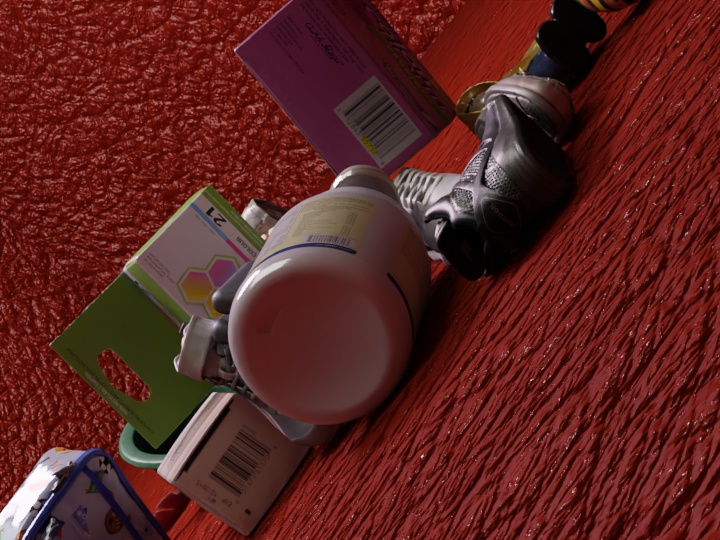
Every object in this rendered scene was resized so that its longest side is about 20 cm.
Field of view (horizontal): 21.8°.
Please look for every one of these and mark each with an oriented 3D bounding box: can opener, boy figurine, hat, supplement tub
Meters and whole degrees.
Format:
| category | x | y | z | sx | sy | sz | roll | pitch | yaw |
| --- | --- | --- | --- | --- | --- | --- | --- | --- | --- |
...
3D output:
| category | x | y | z | sx | sy | sz | roll | pitch | yaw |
| --- | --- | --- | --- | --- | --- | --- | --- | --- | --- |
| can opener | -0.074 | 0.018 | 1.631 | 0.200 | 0.067 | 0.053 | -52 | -35 | -73 |
| boy figurine | 0.154 | -0.180 | 1.725 | 0.124 | 0.064 | 0.200 | -61 | 10 | -27 |
| hat | -0.175 | 0.240 | 2.131 | 0.200 | 0.176 | 0.166 | -6 | 29 | 27 |
| supplement tub | -0.019 | 0.021 | 1.508 | 0.145 | 0.145 | 0.200 | -51 | 6 | 22 |

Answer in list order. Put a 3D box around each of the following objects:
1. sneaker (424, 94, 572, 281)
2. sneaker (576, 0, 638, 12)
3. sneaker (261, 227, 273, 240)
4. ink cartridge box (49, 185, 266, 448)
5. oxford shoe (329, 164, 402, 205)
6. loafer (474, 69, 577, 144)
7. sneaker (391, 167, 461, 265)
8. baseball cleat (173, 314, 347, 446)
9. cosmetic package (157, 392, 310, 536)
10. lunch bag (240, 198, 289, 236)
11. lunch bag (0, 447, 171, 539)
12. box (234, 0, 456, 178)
| category | x | y | z | sx | sy | sz | roll | pitch | yaw |
| --- | --- | --- | --- | --- | --- | --- | --- | --- | --- |
| sneaker | 0.099 | -0.064 | 1.406 | 0.114 | 0.076 | 0.200 | -45 | 13 | 16 |
| sneaker | 0.264 | -0.303 | 1.605 | 0.200 | 0.070 | 0.090 | -54 | 20 | 0 |
| sneaker | -0.084 | 0.009 | 1.854 | 0.200 | 0.077 | 0.078 | -35 | -16 | 10 |
| ink cartridge box | -0.165 | 0.045 | 1.744 | 0.200 | 0.148 | 0.076 | -47 | 7 | -19 |
| oxford shoe | 0.000 | 0.000 | 1.635 | 0.058 | 0.075 | 0.200 | -91 | 7 | -56 |
| loafer | 0.143 | -0.138 | 1.556 | 0.063 | 0.072 | 0.200 | -47 | 2 | -10 |
| sneaker | 0.063 | -0.056 | 1.641 | 0.076 | 0.080 | 0.200 | -53 | 7 | -12 |
| baseball cleat | -0.096 | 0.094 | 1.583 | 0.200 | 0.106 | 0.070 | 31 | 110 | 56 |
| cosmetic package | -0.120 | 0.173 | 1.715 | 0.103 | 0.087 | 0.200 | -56 | 6 | -10 |
| lunch bag | -0.099 | 0.021 | 1.979 | 0.164 | 0.118 | 0.200 | -53 | -28 | 10 |
| lunch bag | -0.247 | 0.261 | 1.702 | 0.075 | 0.200 | 0.160 | -2 | 39 | 38 |
| box | -0.007 | -0.175 | 1.741 | 0.097 | 0.176 | 0.200 | -39 | 2 | 14 |
